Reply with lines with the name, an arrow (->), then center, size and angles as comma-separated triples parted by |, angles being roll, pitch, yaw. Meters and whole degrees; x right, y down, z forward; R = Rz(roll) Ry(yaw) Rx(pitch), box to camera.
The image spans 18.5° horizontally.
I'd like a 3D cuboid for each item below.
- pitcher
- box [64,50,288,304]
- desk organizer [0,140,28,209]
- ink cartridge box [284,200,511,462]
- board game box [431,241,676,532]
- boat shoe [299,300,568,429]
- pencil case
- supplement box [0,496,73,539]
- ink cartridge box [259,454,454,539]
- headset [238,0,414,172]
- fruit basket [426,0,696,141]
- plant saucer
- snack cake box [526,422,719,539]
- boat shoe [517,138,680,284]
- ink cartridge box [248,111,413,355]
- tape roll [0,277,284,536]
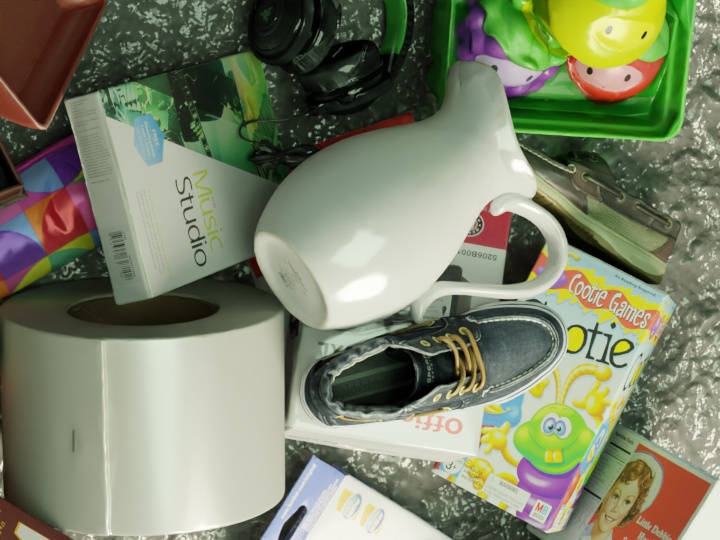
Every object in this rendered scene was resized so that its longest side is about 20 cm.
pitcher -> 0.040, -0.026, 1.536 | 0.200, 0.121, 0.172 | -35, 95, -24
box -> -0.119, -0.069, 1.553 | 0.200, 0.036, 0.145 | -25, 104, -58
desk organizer -> -0.298, -0.130, 1.489 | 0.072, 0.077, 0.201 | -26, 88, -14
ink cartridge box -> 0.025, 0.033, 1.624 | 0.145, 0.083, 0.201 | 9, 83, -9
board game box -> 0.151, 0.089, 1.705 | 0.103, 0.105, 0.201 | 27, 91, 13
boat shoe -> 0.060, 0.068, 1.538 | 0.200, 0.091, 0.071 | -15, 89, -12
pencil case -> -0.234, -0.037, 1.567 | 0.200, 0.088, 0.089 | -29, 110, -15
supplement box -> -0.296, 0.233, 1.514 | 0.200, 0.197, 0.133 | 35, 61, -25
ink cartridge box -> 0.003, 0.236, 1.734 | 0.200, 0.042, 0.120 | 34, 87, -26
headset -> -0.022, -0.156, 1.601 | 0.123, 0.094, 0.200 | 44, 66, -33
fruit basket -> 0.161, -0.174, 1.623 | 0.215, 0.216, 0.156 | 1, 100, -21
plant saucer -> -0.261, -0.207, 1.480 | 0.037, 0.200, 0.200 | -28, 114, 22
snack cake box -> 0.222, 0.196, 1.721 | 0.067, 0.200, 0.115 | 35, 88, -24
boat shoe -> 0.168, -0.062, 1.723 | 0.201, 0.072, 0.066 | 34, 78, -24
ink cartridge box -> 0.000, 0.000, 1.681 | 0.160, 0.050, 0.201 | -19, 109, -16
tape roll -> -0.153, 0.091, 1.559 | 0.202, 0.203, 0.140 | -4, 103, -20
